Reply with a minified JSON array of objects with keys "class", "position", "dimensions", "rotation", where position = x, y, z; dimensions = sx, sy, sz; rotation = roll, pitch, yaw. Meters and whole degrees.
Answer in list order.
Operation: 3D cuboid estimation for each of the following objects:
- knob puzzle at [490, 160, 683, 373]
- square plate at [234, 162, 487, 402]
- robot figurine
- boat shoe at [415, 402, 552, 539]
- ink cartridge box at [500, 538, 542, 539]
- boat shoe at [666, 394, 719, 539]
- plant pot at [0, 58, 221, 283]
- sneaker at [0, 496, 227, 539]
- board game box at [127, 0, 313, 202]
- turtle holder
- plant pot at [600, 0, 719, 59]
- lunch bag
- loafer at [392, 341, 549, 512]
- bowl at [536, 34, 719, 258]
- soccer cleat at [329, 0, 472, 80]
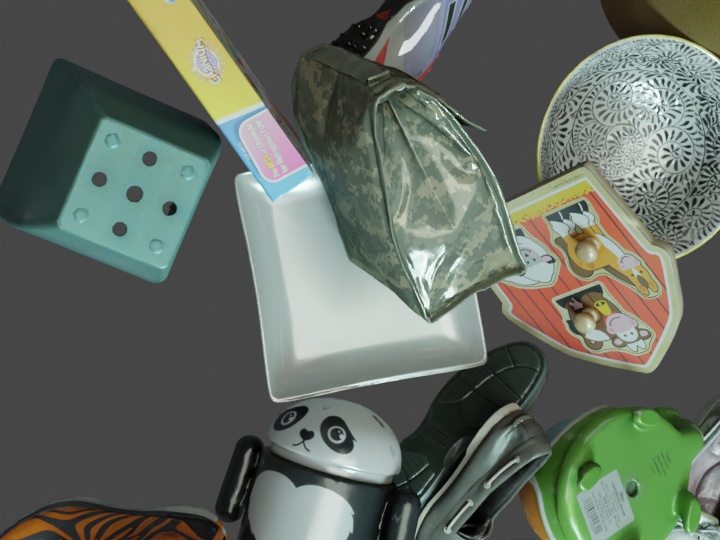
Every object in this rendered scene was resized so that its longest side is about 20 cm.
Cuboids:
[{"class":"knob puzzle","position":[0.190,0.017,1.452],"dimensions":[0.220,0.220,0.030],"rotation":[53,48,-17]},{"class":"square plate","position":[0.000,0.000,1.461],"dimensions":[0.198,0.028,0.200],"rotation":[-10,91,-14]},{"class":"robot figurine","position":[-0.038,0.208,1.444],"dimensions":[0.150,0.125,0.200],"rotation":[15,91,-16]},{"class":"boat shoe","position":[0.103,0.204,1.475],"dimensions":[0.067,0.057,0.200],"rotation":[-12,139,-45]},{"class":"ink cartridge box","position":[0.221,0.342,1.584],"dimensions":[0.200,0.045,0.176],"rotation":[3,97,-16]},{"class":"boat shoe","position":[0.317,0.203,1.559],"dimensions":[0.074,0.065,0.202],"rotation":[33,76,-5]},{"class":"plant pot","position":[-0.189,-0.072,1.318],"dimensions":[0.141,0.200,0.141],"rotation":[23,91,-18]},{"class":"sneaker","position":[-0.212,0.237,1.392],"dimensions":[0.200,0.112,0.078],"rotation":[-7,100,2]},{"class":"board game box","position":[-0.115,-0.160,1.348],"dimensions":[0.040,0.153,0.200],"rotation":[-34,106,3]},{"class":"turtle holder","position":[0.221,0.176,1.510],"dimensions":[0.141,0.132,0.186],"rotation":[41,69,-25]},{"class":"plant pot","position":[0.327,-0.258,1.437],"dimensions":[0.186,0.200,0.187],"rotation":[-3,100,-17]},{"class":"lunch bag","position":[0.031,-0.086,1.345],"dimensions":[0.118,0.164,0.200],"rotation":[-29,118,-13]},{"class":"loafer","position":[0.093,0.146,1.515],"dimensions":[0.200,0.072,0.063],"rotation":[-44,148,-4]},{"class":"bowl","position":[0.236,-0.111,1.486],"dimensions":[0.201,0.094,0.201],"rotation":[-3,103,-12]},{"class":"soccer cleat","position":[0.048,-0.206,1.442],"dimensions":[0.200,0.068,0.073],"rotation":[-44,127,-7]}]
